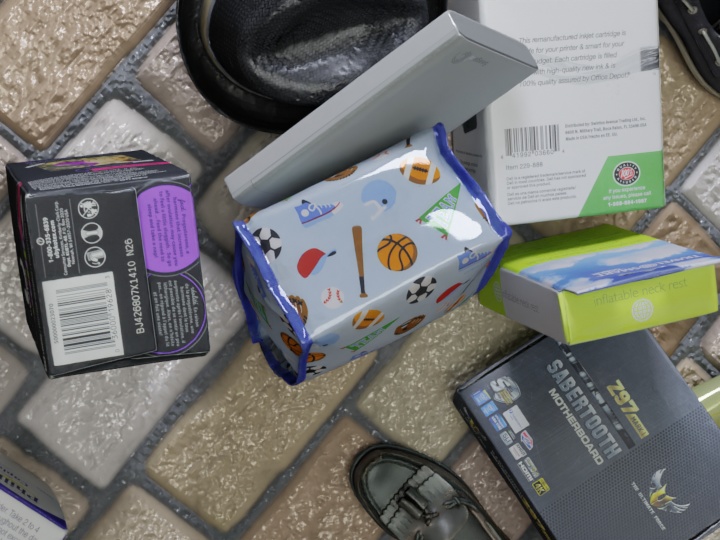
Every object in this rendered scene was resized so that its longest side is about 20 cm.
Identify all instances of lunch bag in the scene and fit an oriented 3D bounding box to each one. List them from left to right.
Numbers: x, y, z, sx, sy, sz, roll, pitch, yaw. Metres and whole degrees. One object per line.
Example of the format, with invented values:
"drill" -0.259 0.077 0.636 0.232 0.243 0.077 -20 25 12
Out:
"lunch bag" 0.000 0.000 1.104 0.170 0.200 0.124 -26 74 -10

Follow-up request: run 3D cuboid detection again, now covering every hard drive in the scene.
"hard drive" 0.016 -0.104 1.080 0.200 0.132 0.026 -34 72 23

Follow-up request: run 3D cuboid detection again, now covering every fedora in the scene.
"fedora" -0.025 -0.171 1.068 0.200 0.092 0.201 -6 116 -13

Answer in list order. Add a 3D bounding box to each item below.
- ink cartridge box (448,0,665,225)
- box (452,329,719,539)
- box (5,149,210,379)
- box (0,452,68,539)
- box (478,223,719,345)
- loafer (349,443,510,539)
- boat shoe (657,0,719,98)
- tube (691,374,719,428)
"ink cartridge box" 0.148 -0.143 1.173 0.146 0.084 0.200 -6 100 -16
"box" 0.191 0.137 1.203 0.158 0.051 0.200 -31 77 -10
"box" -0.176 -0.011 1.038 0.106 0.200 0.122 -8 100 -15
"box" -0.340 0.197 1.072 0.184 0.105 0.200 38 88 -19
"box" 0.175 0.009 1.144 0.122 0.200 0.048 -13 102 -14
"loafer" 0.078 0.210 1.218 0.200 0.063 0.072 42 86 -18
"boat shoe" 0.292 -0.188 1.208 0.200 0.063 0.073 40 84 -30
"tube" 0.276 0.122 1.268 0.200 0.058 0.052 -24 94 -13
